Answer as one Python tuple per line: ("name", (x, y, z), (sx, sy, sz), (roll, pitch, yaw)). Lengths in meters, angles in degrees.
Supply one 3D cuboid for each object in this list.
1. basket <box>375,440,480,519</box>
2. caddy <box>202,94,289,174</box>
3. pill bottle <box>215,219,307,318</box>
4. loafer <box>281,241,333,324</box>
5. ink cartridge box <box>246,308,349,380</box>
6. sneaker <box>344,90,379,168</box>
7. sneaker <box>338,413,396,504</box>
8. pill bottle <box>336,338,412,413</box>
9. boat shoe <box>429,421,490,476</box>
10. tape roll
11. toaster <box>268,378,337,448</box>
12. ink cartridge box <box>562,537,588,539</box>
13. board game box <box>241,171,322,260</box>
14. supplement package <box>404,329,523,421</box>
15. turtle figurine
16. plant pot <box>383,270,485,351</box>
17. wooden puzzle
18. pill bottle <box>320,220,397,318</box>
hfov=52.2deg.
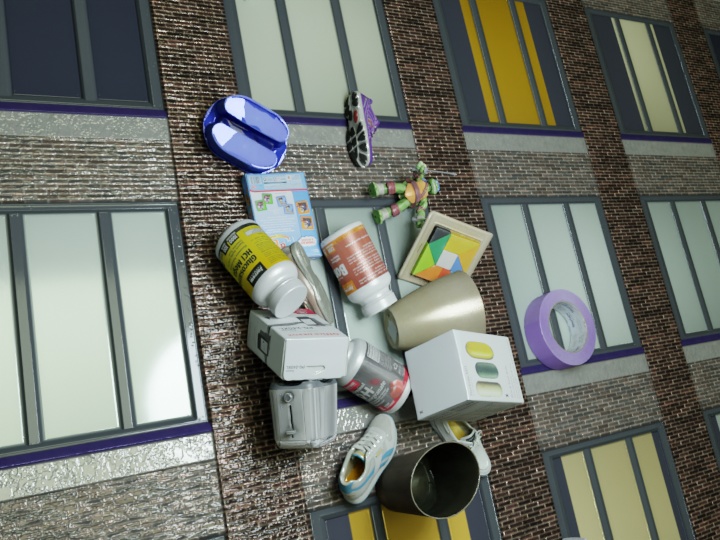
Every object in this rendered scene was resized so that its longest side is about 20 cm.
("basket", (0.126, 0.442, 1.534), (0.178, 0.199, 0.138), (-21, 84, -32))
("caddy", (-0.253, -0.301, 1.636), (0.197, 0.105, 0.144), (28, 85, -19))
("pill bottle", (-0.201, -0.002, 1.510), (0.111, 0.114, 0.200), (-28, 61, -33))
("loafer", (-0.122, 0.035, 1.613), (0.072, 0.062, 0.203), (-74, 142, -68))
("ink cartridge box", (-0.128, 0.145, 1.485), (0.142, 0.199, 0.086), (1, 103, -30))
("sneaker", (0.016, -0.351, 1.823), (0.082, 0.080, 0.205), (9, 68, -33))
("sneaker", (0.018, 0.386, 1.551), (0.202, 0.075, 0.082), (-61, 149, -31))
("pill bottle", (0.009, 0.218, 1.599), (0.198, 0.110, 0.112), (32, 60, -16))
("boat shoe", (0.246, 0.388, 1.691), (0.074, 0.086, 0.203), (-39, 94, -33))
("tape roll", (0.531, 0.156, 1.949), (0.196, 0.065, 0.205), (10, 69, -26))
("toaster", (-0.109, 0.283, 1.480), (0.111, 0.200, 0.133), (-4, 85, 15))
("ink cartridge box", (0.561, 0.752, 1.747), (0.198, 0.086, 0.148), (35, 60, -16))
("board game box", (-0.177, -0.119, 1.653), (0.148, 0.036, 0.205), (-6, 76, -31))
("supplement package", (0.225, 0.233, 1.596), (0.197, 0.150, 0.155), (11, 59, -42))
("turtle figurine", (0.129, -0.179, 1.772), (0.190, 0.146, 0.201), (-15, 47, -18))
("plant pot", (0.160, 0.114, 1.697), (0.196, 0.187, 0.192), (-12, 79, -18))
("wooden puzzle", (0.207, -0.032, 1.774), (0.196, 0.188, 0.037), (16, 23, -26))
("pill bottle", (0.000, 0.000, 1.668), (0.111, 0.112, 0.203), (-28, 87, -34))
